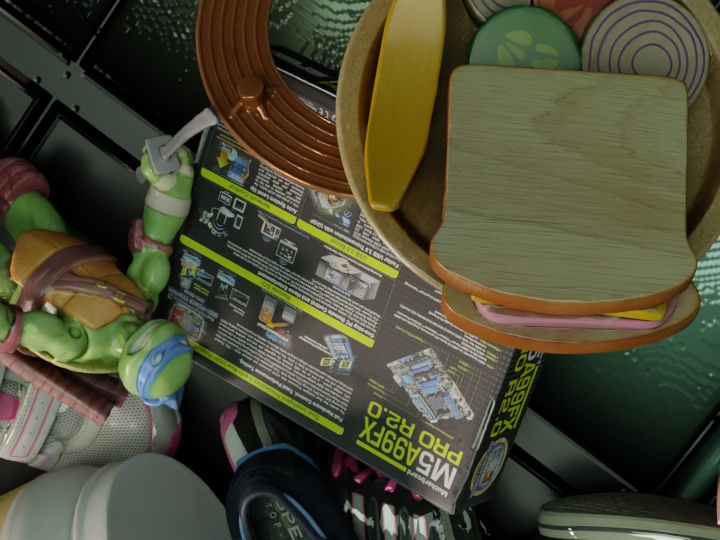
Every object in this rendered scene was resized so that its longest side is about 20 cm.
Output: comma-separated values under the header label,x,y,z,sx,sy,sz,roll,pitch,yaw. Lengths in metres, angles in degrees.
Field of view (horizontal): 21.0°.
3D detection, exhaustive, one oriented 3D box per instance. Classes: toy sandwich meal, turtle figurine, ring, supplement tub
label,x,y,z,sx,sy,sz,roll,pitch,yaw
toy sandwich meal,0.081,-0.066,0.833,0.204,0.070,0.206,0,77,-2
turtle figurine,-0.157,-0.031,0.928,0.194,0.200,0.144,29,77,29
ring,0.019,-0.122,0.912,0.200,0.019,0.201,-3,63,5
supplement tub,-0.165,0.186,0.979,0.200,0.145,0.146,-27,94,23

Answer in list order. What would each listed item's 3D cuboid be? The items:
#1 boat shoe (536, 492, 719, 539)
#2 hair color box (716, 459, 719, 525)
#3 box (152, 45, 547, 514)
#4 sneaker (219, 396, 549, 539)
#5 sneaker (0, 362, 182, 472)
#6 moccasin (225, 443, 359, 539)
label,x,y,z,sx,sy,sz,roll,pitch,yaw
boat shoe,0.184,0.153,0.963,0.199,0.075,0.063,12,96,3
hair color box,0.224,0.021,0.912,0.064,0.111,0.201,15,101,8
box,0.000,0.000,0.943,0.200,0.044,0.161,28,110,25
sneaker,0.021,0.118,0.987,0.200,0.074,0.088,39,104,-4
sneaker,-0.192,0.064,1.005,0.199,0.088,0.082,18,102,6
moccasin,-0.016,0.183,0.929,0.080,0.068,0.200,-31,96,8
